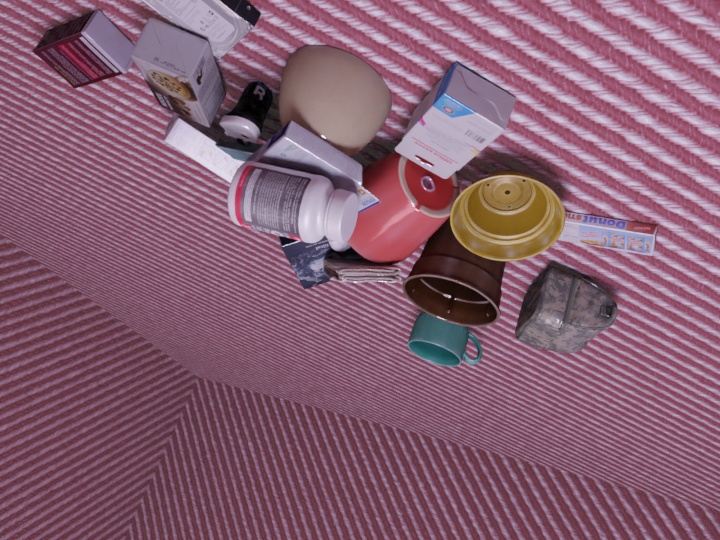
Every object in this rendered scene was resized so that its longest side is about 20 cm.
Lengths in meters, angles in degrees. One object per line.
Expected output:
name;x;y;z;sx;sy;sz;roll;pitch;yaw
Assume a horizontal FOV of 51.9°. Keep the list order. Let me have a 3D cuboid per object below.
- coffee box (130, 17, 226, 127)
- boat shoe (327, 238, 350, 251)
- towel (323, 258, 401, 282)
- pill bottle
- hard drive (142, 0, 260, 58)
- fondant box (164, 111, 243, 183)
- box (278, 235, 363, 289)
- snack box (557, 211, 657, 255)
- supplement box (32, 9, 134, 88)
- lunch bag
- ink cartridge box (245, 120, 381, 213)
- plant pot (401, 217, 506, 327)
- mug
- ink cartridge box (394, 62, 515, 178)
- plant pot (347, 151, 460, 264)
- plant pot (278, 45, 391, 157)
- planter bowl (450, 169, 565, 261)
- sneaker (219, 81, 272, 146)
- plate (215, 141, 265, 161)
coffee box;-0.319;-0.348;1.321;0.112;0.081;0.200;24;168;3
boat shoe;-0.046;-0.141;1.439;0.073;0.203;0.067;-13;166;10
towel;0.000;0.000;1.464;0.131;0.035;0.200;1;-174;-10
pill bottle;-0.108;-0.108;1.214;0.197;0.112;0.111;14;156;17
hard drive;-0.275;-0.438;1.194;0.199;0.038;0.139;35;153;-26
fondant box;-0.303;-0.247;1.523;0.199;0.059;0.144;31;-170;-22
box;-0.064;-0.078;1.576;0.194;0.119;0.201;-18;151;2
snack box;0.440;-0.070;1.366;0.198;0.025;0.072;12;154;24
supplement box;-0.530;-0.422;1.426;0.198;0.061;0.109;1;148;40
lunch bag;0.439;0.097;1.583;0.166;0.141;0.200;21;158;3
ink cartridge box;-0.084;-0.159;1.277;0.199;0.041;0.199;32;155;-22
plant pot;0.205;-0.023;1.459;0.198;0.200;0.201;19;156;9
mug;0.226;0.179;1.987;0.184;0.116;0.152;31;155;-22
ink cartridge box;0.148;-0.237;1.209;0.114;0.069;0.200;27;156;-12
plant pot;0.077;-0.130;1.372;0.199;0.202;0.177;31;147;-21
plant pot;-0.061;-0.260;1.264;0.198;0.136;0.201;19;158;8
planter bowl;0.261;-0.116;1.318;0.197;0.084;0.202;6;137;6
sneaker;-0.200;-0.293;1.330;0.072;0.113;0.200;25;178;-14
plate;-0.184;-0.225;1.438;0.197;0.026;0.200;7;-167;-2
